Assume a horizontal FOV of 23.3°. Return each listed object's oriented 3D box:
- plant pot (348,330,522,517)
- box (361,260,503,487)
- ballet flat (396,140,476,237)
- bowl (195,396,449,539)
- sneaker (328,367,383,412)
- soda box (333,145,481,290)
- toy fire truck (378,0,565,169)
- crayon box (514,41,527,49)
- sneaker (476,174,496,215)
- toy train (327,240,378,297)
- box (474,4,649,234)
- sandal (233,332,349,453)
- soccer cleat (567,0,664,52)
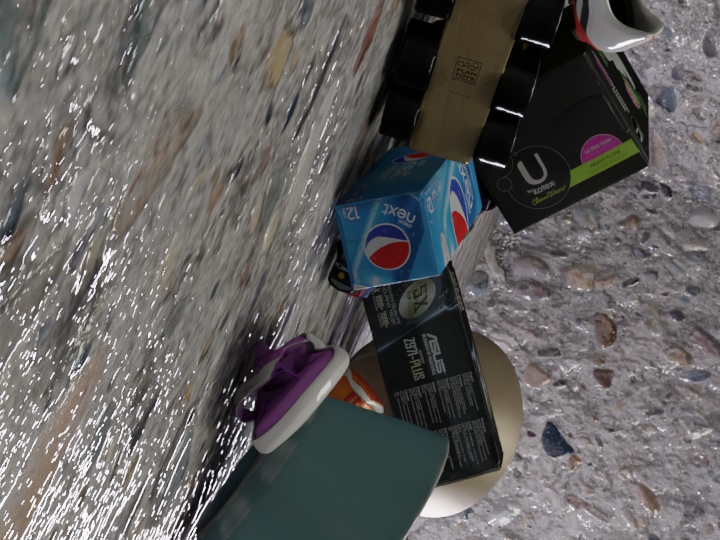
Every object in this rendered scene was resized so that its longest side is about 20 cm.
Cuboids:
[{"bbox_3d":[0.047,0.142,1.788,0.134,0.200,0.202,23,90,-47],"label":"plant pot"},{"bbox_3d":[0.068,0.093,1.626,0.164,0.085,0.202,23,52,-84],"label":"box"},{"bbox_3d":[0.062,-0.090,1.496,0.200,0.067,0.064,72,11,-63],"label":"ballet flat"},{"bbox_3d":[-0.039,0.166,1.196,0.201,0.105,0.201,-53,-175,7],"label":"bowl"},{"bbox_3d":[-0.029,0.138,1.600,0.077,0.073,0.200,-38,169,-10],"label":"sneaker"},{"bbox_3d":[0.039,-0.047,1.301,0.200,0.067,0.065,-53,131,-69],"label":"soda box"},{"bbox_3d":[0.103,-0.194,1.238,0.177,0.128,0.201,106,-3,-47],"label":"toy fire truck"},{"bbox_3d":[0.163,-0.312,1.557,0.173,0.058,0.201,88,26,-74],"label":"crayon box"},{"bbox_3d":[0.093,-0.077,1.686,0.200,0.087,0.075,-41,154,-77],"label":"sneaker"},{"bbox_3d":[0.000,0.000,1.397,0.046,0.034,0.200,-63,174,2],"label":"toy train"},{"bbox_3d":[0.182,-0.151,1.648,0.148,0.125,0.200,-28,-164,19],"label":"box"},{"bbox_3d":[-0.055,0.070,1.125,0.083,0.050,0.203,-52,-174,-4],"label":"sandal"},{"bbox_3d":[0.190,-0.272,1.426,0.068,0.085,0.201,-34,113,-29],"label":"soccer cleat"}]
